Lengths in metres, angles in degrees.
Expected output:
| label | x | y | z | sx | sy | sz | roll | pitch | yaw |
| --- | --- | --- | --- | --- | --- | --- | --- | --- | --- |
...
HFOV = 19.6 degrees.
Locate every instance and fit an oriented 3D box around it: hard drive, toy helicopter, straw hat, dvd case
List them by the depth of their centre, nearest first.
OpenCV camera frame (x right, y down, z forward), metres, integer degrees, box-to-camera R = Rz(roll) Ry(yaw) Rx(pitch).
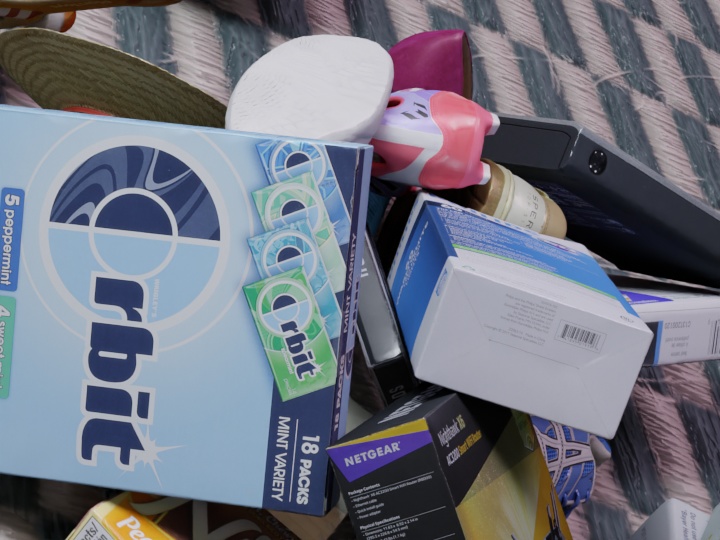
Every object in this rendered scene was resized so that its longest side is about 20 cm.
| label | x | y | z | sx | sy | sz | roll | pitch | yaw |
| --- | --- | --- | --- | --- | --- | --- | --- | --- | --- |
| straw hat | -0.135 | -0.050 | 1.158 | 0.201 | 0.201 | 0.085 | 27 | 75 | -18 |
| dvd case | 0.000 | 0.000 | 1.175 | 0.150 | 0.025 | 0.200 | 69 | 2 | -60 |
| toy helicopter | -0.183 | -0.153 | 1.179 | 0.132 | 0.199 | 0.079 | 15 | 76 | -63 |
| hard drive | 0.150 | -0.041 | 1.285 | 0.200 | 0.033 | 0.139 | 28 | -10 | -36 |

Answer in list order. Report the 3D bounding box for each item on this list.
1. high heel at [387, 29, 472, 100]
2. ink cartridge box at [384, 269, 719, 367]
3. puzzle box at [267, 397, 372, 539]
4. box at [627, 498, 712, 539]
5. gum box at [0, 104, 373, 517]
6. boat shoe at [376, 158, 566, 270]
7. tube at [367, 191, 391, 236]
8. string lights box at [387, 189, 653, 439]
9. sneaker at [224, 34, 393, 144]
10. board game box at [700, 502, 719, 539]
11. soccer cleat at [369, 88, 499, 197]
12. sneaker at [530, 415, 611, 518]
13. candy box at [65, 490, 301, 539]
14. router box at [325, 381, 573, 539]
| label | x | y | z | sx | sy | sz | roll | pitch | yaw |
| --- | --- | --- | --- | --- | --- | --- | --- | --- | --- |
| high heel | 0.078 | -0.076 | 1.343 | 0.200 | 0.096 | 0.068 | 38 | 42 | -39 |
| ink cartridge box | 0.122 | 0.026 | 1.309 | 0.200 | 0.044 | 0.198 | 11 | 10 | 43 |
| puzzle box | -0.050 | 0.072 | 1.089 | 0.133 | 0.025 | 0.200 | 40 | 10 | 2 |
| box | 0.223 | 0.254 | 1.130 | 0.200 | 0.105 | 0.184 | 28 | 33 | -15 |
| gum box | -0.102 | 0.015 | 0.967 | 0.199 | 0.171 | 0.045 | 6 | 6 | 10 |
| boat shoe | 0.063 | -0.022 | 1.257 | 0.066 | 0.074 | 0.200 | 25 | -5 | -15 |
| tube | -0.013 | -0.045 | 1.322 | 0.077 | 0.050 | 0.200 | 28 | 36 | 1 |
| string lights box | 0.076 | 0.017 | 1.063 | 0.102 | 0.059 | 0.200 | 18 | 11 | -7 |
| sneaker | -0.042 | -0.039 | 1.080 | 0.075 | 0.089 | 0.200 | 18 | 51 | 15 |
| board game box | 0.299 | 0.158 | 1.091 | 0.200 | 0.148 | 0.064 | 39 | 33 | 2 |
| soccer cleat | 0.017 | -0.078 | 1.208 | 0.076 | 0.067 | 0.200 | 11 | 1 | -17 |
| sneaker | 0.095 | 0.116 | 1.197 | 0.077 | 0.076 | 0.200 | 41 | 30 | 3 |
| candy box | -0.043 | 0.182 | 0.997 | 0.200 | 0.055 | 0.115 | 45 | 30 | 11 |
| router box | 0.056 | 0.135 | 1.008 | 0.200 | 0.052 | 0.158 | -24 | 94 | -74 |
